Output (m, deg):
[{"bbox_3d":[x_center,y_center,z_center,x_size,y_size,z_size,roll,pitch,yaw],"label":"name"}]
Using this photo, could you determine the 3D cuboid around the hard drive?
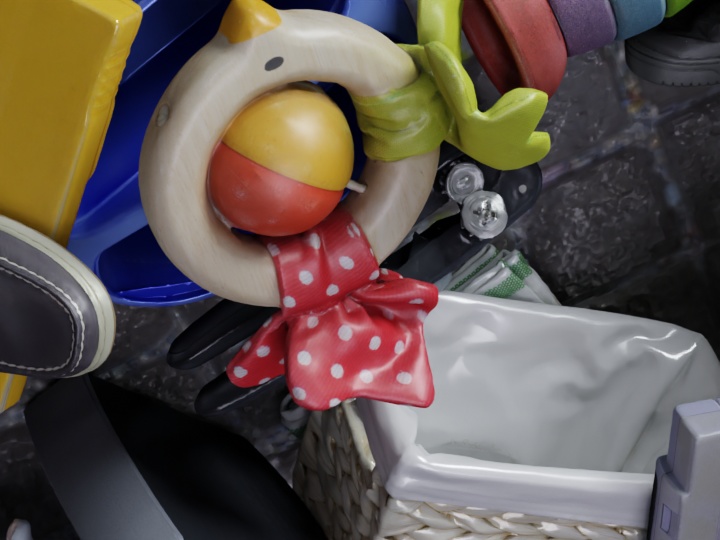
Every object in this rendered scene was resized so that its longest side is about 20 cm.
[{"bbox_3d":[-0.077,0.115,1.205,0.134,0.200,0.042,25,102,-28],"label":"hard drive"}]

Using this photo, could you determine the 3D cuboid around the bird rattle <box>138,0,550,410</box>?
[{"bbox_3d":[-0.019,-0.038,1.080,0.162,0.113,0.200,20,117,-30],"label":"bird rattle"}]

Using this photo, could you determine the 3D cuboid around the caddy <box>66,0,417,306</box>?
[{"bbox_3d":[-0.067,-0.073,1.137,0.200,0.105,0.141,-39,123,12],"label":"caddy"}]

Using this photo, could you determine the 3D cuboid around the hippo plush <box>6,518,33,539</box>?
[{"bbox_3d":[-0.120,0.208,1.228,0.200,0.160,0.161,-37,154,1],"label":"hippo plush"}]

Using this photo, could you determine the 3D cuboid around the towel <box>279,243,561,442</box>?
[{"bbox_3d":[0.069,0.088,1.332,0.149,0.031,0.200,-35,127,11],"label":"towel"}]

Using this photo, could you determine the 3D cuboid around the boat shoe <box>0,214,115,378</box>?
[{"bbox_3d":[-0.200,0.004,1.073,0.199,0.065,0.072,22,117,15],"label":"boat shoe"}]

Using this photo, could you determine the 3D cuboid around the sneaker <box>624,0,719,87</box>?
[{"bbox_3d":[0.213,-0.158,1.189,0.199,0.060,0.105,-15,126,-11],"label":"sneaker"}]

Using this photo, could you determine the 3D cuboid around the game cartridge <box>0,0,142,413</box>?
[{"bbox_3d":[-0.197,-0.061,1.103,0.176,0.032,0.201,28,117,11],"label":"game cartridge"}]

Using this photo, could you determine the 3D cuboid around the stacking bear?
[{"bbox_3d":[0.129,-0.170,1.127,0.199,0.114,0.122,-32,105,-4],"label":"stacking bear"}]

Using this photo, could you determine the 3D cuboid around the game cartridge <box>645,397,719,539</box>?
[{"bbox_3d":[0.192,0.137,1.196,0.129,0.038,0.201,-6,125,-13],"label":"game cartridge"}]

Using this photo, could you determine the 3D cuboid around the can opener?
[{"bbox_3d":[0.000,0.000,1.187,0.200,0.079,0.063,-41,103,-13],"label":"can opener"}]

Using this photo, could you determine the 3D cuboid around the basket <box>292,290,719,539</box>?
[{"bbox_3d":[0.077,0.102,1.241,0.199,0.136,0.124,7,125,-20],"label":"basket"}]
